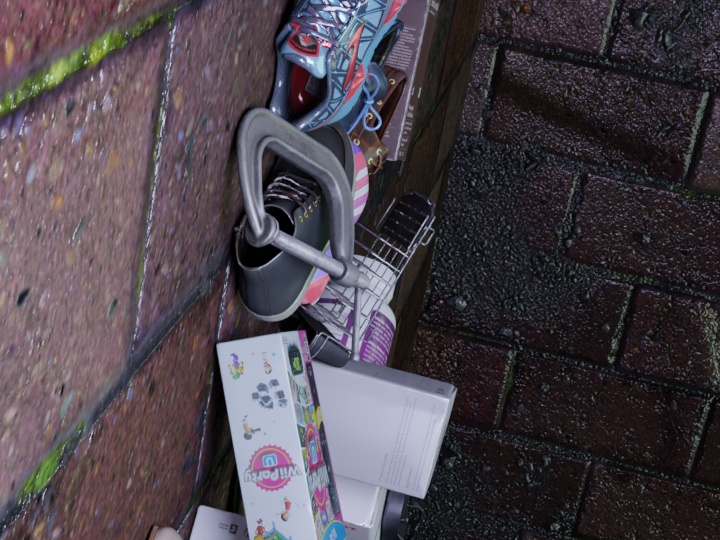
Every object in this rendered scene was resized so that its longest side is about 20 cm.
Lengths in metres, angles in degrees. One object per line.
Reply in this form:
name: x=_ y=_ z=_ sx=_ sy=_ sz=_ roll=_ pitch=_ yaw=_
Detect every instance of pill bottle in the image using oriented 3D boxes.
pill bottle: x=-0.023 y=0.087 z=1.594 sx=0.112 sy=0.112 sz=0.200 roll=89 pitch=16 yaw=-64

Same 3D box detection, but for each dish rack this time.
dish rack: x=0.000 y=0.000 z=1.418 sx=0.200 sy=0.054 sz=0.153 roll=-57 pitch=-162 yaw=2

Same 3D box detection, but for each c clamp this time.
c clamp: x=-0.043 y=-0.037 z=1.139 sx=0.200 sy=0.027 sz=0.171 roll=35 pitch=51 yaw=-52

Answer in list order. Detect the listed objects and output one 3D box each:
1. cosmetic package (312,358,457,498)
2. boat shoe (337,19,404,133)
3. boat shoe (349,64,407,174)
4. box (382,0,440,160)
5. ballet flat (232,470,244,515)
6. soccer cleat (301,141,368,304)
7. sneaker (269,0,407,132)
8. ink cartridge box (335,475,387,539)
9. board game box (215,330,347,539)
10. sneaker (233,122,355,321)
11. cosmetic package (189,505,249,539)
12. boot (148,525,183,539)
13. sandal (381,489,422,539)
cosmetic package: x=-0.013 y=0.149 z=1.430 sx=0.081 sy=0.199 sz=0.113 roll=-28 pitch=134 yaw=-80
boat shoe: x=-0.004 y=-0.193 z=1.384 sx=0.084 sy=0.068 sz=0.200 roll=91 pitch=14 yaw=-61
boat shoe: x=-0.001 y=-0.140 z=1.517 sx=0.070 sy=0.070 sz=0.201 roll=86 pitch=20 yaw=-71
box: x=0.036 y=-0.231 z=1.630 sx=0.100 sy=0.075 sz=0.201 roll=-31 pitch=132 yaw=-80
ballet flat: x=-0.106 y=0.276 z=1.478 sx=0.071 sy=0.070 sz=0.201 roll=-61 pitch=163 yaw=-66
soccer cleat: x=-0.039 y=-0.059 z=1.402 sx=0.077 sy=0.066 sz=0.200 roll=83 pitch=24 yaw=-59
sneaker: x=-0.023 y=-0.195 z=1.148 sx=0.096 sy=0.079 sz=0.200 roll=-43 pitch=155 yaw=-55
ink cartridge box: x=-0.046 y=0.269 z=1.617 sx=0.200 sy=0.145 sz=0.084 roll=90 pitch=15 yaw=-64
board game box: x=-0.069 y=0.157 z=1.249 sx=0.148 sy=0.064 sz=0.201 roll=9 pitch=70 yaw=-82
sneaker: x=-0.053 y=-0.062 z=1.217 sx=0.106 sy=0.075 sz=0.201 roll=87 pitch=19 yaw=-66
cosmetic package: x=-0.136 y=0.328 z=1.301 sx=0.101 sy=0.071 sz=0.201 roll=74 pitch=30 yaw=-75
boot: x=-0.106 y=0.295 z=1.169 sx=0.200 sy=0.146 sz=0.070 roll=93 pitch=14 yaw=-47
sandal: x=0.051 y=0.308 z=1.700 sx=0.200 sy=0.043 sz=0.076 roll=83 pitch=20 yaw=-74
